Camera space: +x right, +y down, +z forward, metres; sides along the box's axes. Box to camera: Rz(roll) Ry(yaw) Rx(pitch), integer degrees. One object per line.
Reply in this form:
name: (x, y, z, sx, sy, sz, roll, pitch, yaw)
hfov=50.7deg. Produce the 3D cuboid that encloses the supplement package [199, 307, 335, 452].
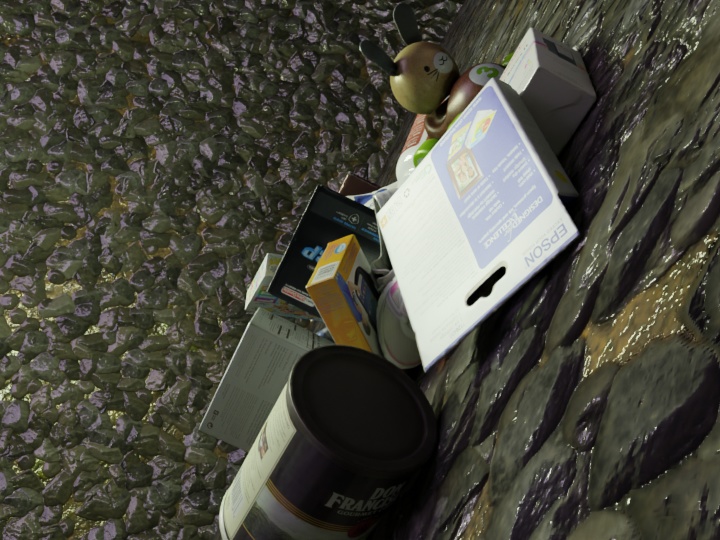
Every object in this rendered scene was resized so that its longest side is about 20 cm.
supplement package: (-0.083, 0.167, 1.013, 0.152, 0.200, 0.151, -64, 5, 3)

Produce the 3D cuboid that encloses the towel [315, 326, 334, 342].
towel: (0.008, 0.045, 1.195, 0.200, 0.024, 0.147, -46, -10, -1)

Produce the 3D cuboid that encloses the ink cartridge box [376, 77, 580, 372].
ink cartridge box: (0.104, -0.039, 0.698, 0.198, 0.047, 0.200, -47, 45, 34)

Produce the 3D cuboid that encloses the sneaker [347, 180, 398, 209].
sneaker: (0.025, -0.101, 1.191, 0.199, 0.115, 0.081, -46, -44, -48)

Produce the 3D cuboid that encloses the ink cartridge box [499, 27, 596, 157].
ink cartridge box: (0.181, -0.180, 0.808, 0.117, 0.067, 0.200, -61, 6, 30)

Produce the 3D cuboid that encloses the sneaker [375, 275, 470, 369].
sneaker: (0.076, 0.020, 0.816, 0.088, 0.081, 0.200, -108, 37, -74)

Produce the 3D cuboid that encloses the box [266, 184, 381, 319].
box: (0.000, 0.000, 1.000, 0.159, 0.200, 0.046, -64, 2, 1)

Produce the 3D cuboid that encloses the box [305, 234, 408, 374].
box: (0.009, 0.070, 0.888, 0.041, 0.200, 0.119, -21, 21, 20)

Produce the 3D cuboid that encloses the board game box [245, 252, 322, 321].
board game box: (-0.091, 0.030, 1.127, 0.200, 0.134, 0.034, 134, 144, -67)

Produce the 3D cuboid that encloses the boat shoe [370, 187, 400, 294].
boat shoe: (0.043, -0.002, 0.894, 0.074, 0.065, 0.200, -133, 36, -68)

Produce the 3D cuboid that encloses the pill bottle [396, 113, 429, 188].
pill bottle: (0.118, -0.169, 1.130, 0.200, 0.112, 0.112, -67, 6, -33)

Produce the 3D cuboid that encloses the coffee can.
coffee can: (-0.036, 0.192, 0.731, 0.200, 0.146, 0.146, -61, 6, 32)

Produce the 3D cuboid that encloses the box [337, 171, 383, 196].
box: (0.007, -0.054, 1.366, 0.200, 0.166, 0.164, -63, 5, 6)

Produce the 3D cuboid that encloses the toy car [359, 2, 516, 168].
toy car: (0.099, -0.247, 0.969, 0.164, 0.200, 0.158, -51, 10, -29)
